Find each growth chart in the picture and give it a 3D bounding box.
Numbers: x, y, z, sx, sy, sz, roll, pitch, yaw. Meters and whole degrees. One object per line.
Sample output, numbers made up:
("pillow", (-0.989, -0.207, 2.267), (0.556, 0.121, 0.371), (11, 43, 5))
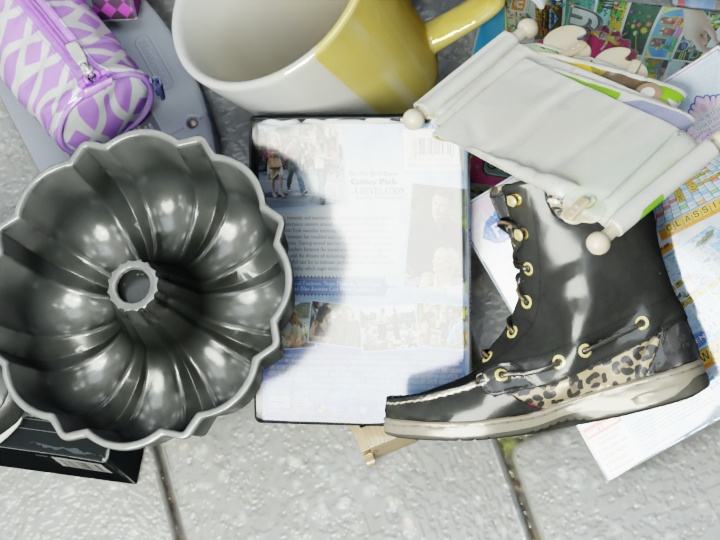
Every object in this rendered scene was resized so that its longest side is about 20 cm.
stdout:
("growth chart", (0.125, -0.091, 1.120), (0.145, 0.018, 0.200), (-33, 45, -24))

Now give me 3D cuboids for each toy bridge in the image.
("toy bridge", (-0.025, 0.041, 1.247), (0.067, 0.027, 0.201), (-21, 67, 2))

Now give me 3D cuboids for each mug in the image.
("mug", (-0.008, -0.148, 1.235), (0.186, 0.153, 0.150), (7, 69, 35))

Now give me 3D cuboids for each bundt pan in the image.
("bundt pan", (-0.130, 0.019, 1.157), (0.201, 0.076, 0.203), (-4, 73, 12))

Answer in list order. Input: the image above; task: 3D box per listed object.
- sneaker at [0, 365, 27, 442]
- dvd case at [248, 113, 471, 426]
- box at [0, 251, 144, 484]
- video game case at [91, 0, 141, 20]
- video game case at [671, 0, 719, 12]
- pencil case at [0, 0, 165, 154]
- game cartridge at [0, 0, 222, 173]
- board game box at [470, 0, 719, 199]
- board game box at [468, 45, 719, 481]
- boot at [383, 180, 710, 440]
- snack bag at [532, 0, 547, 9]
("sneaker", (-0.309, 0.083, 1.163), (0.199, 0.088, 0.076), (-9, 69, 7))
("dvd case", (0.000, 0.000, 1.188), (0.142, 0.018, 0.201), (1, 97, 11))
("box", (-0.239, 0.057, 1.248), (0.199, 0.079, 0.142), (7, 74, 12))
("video game case", (-0.176, -0.309, 1.298), (0.036, 0.200, 0.182), (0, 52, 5))
("video game case", (0.329, -0.232, 1.305), (0.199, 0.017, 0.143), (9, 70, 13))
("pencil case", (-0.226, -0.169, 1.296), (0.084, 0.086, 0.200), (-39, 67, -6))
("game cartridge", (-0.183, -0.122, 1.335), (0.133, 0.041, 0.200), (-30, 67, 0))
("board game box", (0.169, -0.101, 1.243), (0.199, 0.064, 0.148), (9, 74, 18))
("board game box", (0.192, -0.003, 1.163), (0.200, 0.041, 0.200), (-31, 83, 16))
("boot", (0.102, 0.022, 1.132), (0.199, 0.073, 0.151), (-11, 90, 14))
("snack bag", (0.097, -0.299, 1.241), (0.200, 0.021, 0.189), (48, 46, -17))
